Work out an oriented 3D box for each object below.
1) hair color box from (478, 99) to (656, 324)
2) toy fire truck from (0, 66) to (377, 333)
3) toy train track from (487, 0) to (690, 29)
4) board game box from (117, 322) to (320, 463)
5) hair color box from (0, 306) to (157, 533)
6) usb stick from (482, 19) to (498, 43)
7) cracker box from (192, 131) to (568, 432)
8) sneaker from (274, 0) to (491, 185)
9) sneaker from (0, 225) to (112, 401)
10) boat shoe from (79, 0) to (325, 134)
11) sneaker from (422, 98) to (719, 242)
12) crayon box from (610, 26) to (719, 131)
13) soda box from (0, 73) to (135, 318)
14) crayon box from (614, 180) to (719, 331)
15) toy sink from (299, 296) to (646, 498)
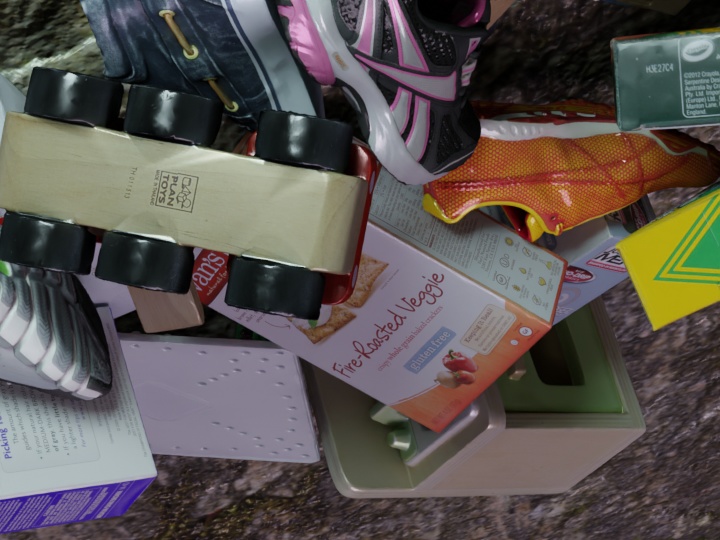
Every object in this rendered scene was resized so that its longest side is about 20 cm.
[{"bbox_3d":[0.087,-0.010,1.304,0.061,0.099,0.200,11,143,-44],"label":"hair color box"},{"bbox_3d":[-0.081,-0.021,1.065,0.176,0.129,0.200,10,-178,8],"label":"toy fire truck"},{"bbox_3d":[0.110,-0.166,1.091,0.200,0.033,0.115,4,139,-47],"label":"toy train track"},{"bbox_3d":[-0.131,0.074,1.354,0.200,0.026,0.200,3,155,5],"label":"board game box"},{"bbox_3d":[-0.224,0.089,1.145,0.200,0.109,0.065,-4,154,-32],"label":"hair color box"},{"bbox_3d":[0.011,-0.155,1.047,0.055,0.033,0.200,-32,151,15],"label":"usb stick"},{"bbox_3d":[0.000,0.000,1.210,0.200,0.058,0.134,30,138,-11],"label":"cracker box"},{"bbox_3d":[0.030,-0.107,1.024,0.086,0.080,0.200,-22,157,14],"label":"sneaker"},{"bbox_3d":[-0.221,0.024,1.084,0.115,0.075,0.200,-23,144,16],"label":"sneaker"},{"bbox_3d":[-0.075,-0.110,1.057,0.091,0.071,0.200,-11,153,8],"label":"boat shoe"},{"bbox_3d":[0.119,-0.057,1.191,0.200,0.073,0.077,0,107,-26],"label":"sneaker"},{"bbox_3d":[0.214,-0.109,1.140,0.127,0.051,0.200,-4,-175,15],"label":"crayon box"},{"bbox_3d":[-0.179,-0.033,1.140,0.068,0.064,0.200,-21,155,10],"label":"soda box"},{"bbox_3d":[0.254,-0.043,1.174,0.172,0.058,0.200,-28,179,26],"label":"crayon box"},{"bbox_3d":[0.077,0.074,1.432,0.200,0.131,0.112,4,148,-34],"label":"toy sink"}]
